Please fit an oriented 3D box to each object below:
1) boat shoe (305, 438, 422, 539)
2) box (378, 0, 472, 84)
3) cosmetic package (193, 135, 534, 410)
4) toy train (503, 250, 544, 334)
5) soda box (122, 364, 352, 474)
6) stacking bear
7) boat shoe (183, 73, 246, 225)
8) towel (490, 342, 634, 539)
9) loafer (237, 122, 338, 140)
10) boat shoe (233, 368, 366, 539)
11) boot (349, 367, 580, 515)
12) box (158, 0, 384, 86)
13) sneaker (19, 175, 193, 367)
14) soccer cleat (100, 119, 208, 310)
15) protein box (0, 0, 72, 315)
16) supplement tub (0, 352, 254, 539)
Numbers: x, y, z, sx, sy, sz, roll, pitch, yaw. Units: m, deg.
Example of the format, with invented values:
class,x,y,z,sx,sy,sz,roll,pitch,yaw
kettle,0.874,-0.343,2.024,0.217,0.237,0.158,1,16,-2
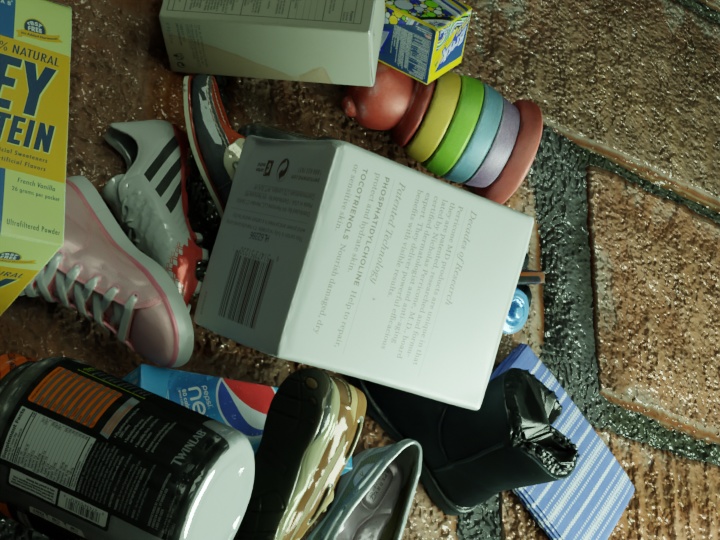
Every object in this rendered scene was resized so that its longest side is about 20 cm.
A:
class,x,y,z,sx,sy,sz,roll,pitch,yaw
boat shoe,0.000,0.232,1.100,0.074,0.065,0.203,39,50,-13
box,0.009,-0.265,1.301,0.199,0.065,0.070,31,43,22
cosmetic package,0.000,0.000,1.055,0.198,0.167,0.169,18,87,-32
toy train,0.093,0.002,1.255,0.198,0.086,0.116,-1,98,-37
soda box,-0.106,0.132,1.070,0.198,0.068,0.065,13,60,-31
stacking bear,0.078,-0.157,1.331,0.198,0.114,0.123,23,90,-13
boat shoe,-0.104,-0.082,1.146,0.071,0.062,0.203,-55,128,-76
towel,0.189,0.186,1.300,0.201,0.024,0.145,52,45,-5
loafer,-0.041,-0.097,1.243,0.199,0.073,0.073,27,44,-35
boat shoe,-0.052,0.174,1.020,0.073,0.202,0.076,14,20,-44
boot,0.092,0.116,1.160,0.076,0.168,0.201,-30,86,-42
box,-0.079,-0.237,1.207,0.197,0.078,0.096,7,58,7
sneaker,-0.221,0.012,1.023,0.104,0.076,0.201,-21,59,-39
soccer cleat,-0.182,-0.043,1.111,0.084,0.069,0.203,6,60,-24
protein box,-0.310,-0.078,0.937,0.133,0.200,0.201,12,60,-31
supplement tub,-0.186,0.139,0.924,0.198,0.124,0.123,21,47,17
